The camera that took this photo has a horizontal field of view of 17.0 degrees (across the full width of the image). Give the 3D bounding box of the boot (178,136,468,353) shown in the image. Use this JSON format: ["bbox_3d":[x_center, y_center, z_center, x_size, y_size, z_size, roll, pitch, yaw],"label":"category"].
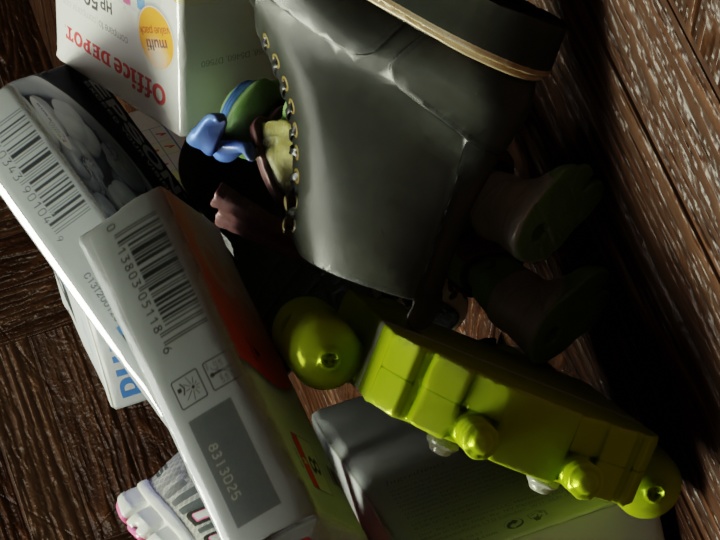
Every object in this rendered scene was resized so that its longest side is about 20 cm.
[{"bbox_3d":[0.000,0.000,1.240,0.150,0.073,0.200,25,-162,-42],"label":"boot"}]

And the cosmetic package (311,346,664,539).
[{"bbox_3d":[0.074,0.173,1.175,0.200,0.122,0.200,-132,26,-66],"label":"cosmetic package"}]

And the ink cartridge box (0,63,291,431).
[{"bbox_3d":[-0.106,-0.015,1.221,0.199,0.043,0.200,54,-168,-4],"label":"ink cartridge box"}]

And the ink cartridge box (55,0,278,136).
[{"bbox_3d":[-0.068,-0.164,1.173,0.128,0.125,0.201,33,130,47],"label":"ink cartridge box"}]

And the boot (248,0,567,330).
[{"bbox_3d":[-0.028,-0.077,1.000,0.199,0.077,0.139,29,104,29],"label":"boot"}]

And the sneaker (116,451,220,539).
[{"bbox_3d":[-0.038,0.136,1.180,0.200,0.088,0.074,34,171,45],"label":"sneaker"}]

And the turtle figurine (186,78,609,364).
[{"bbox_3d":[0.043,-0.059,1.088,0.194,0.199,0.145,36,118,35],"label":"turtle figurine"}]

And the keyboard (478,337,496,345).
[{"bbox_3d":[0.021,0.109,1.360,0.021,0.127,0.200,43,161,15],"label":"keyboard"}]

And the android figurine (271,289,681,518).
[{"bbox_3d":[0.052,0.055,1.016,0.200,0.181,0.041,-135,68,-75],"label":"android figurine"}]

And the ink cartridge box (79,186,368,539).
[{"bbox_3d":[-0.037,0.063,1.068,0.163,0.050,0.200,63,-167,20],"label":"ink cartridge box"}]

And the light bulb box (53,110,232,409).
[{"bbox_3d":[-0.099,-0.027,1.553,0.198,0.199,0.125,-129,23,-65],"label":"light bulb box"}]
